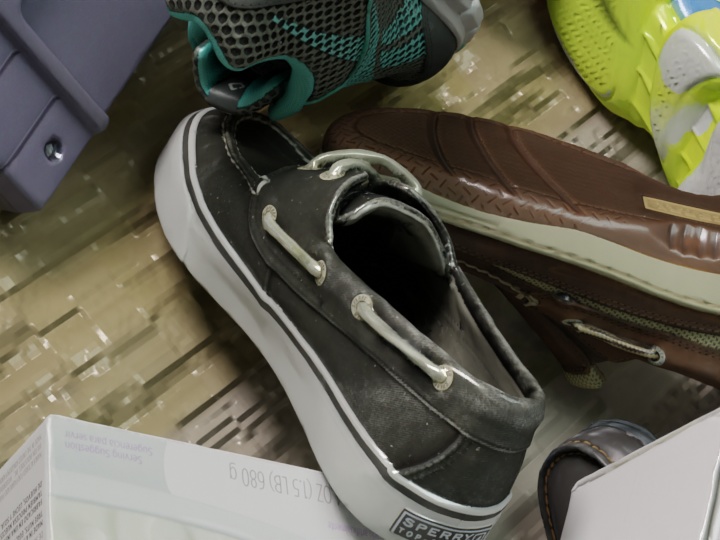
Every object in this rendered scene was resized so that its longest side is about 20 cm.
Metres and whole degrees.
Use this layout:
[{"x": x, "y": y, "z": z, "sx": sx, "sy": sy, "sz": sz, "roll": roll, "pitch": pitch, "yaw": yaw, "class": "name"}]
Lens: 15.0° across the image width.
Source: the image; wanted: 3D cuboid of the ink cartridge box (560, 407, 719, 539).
[{"x": 0.143, "y": 0.150, "z": 0.763, "sx": 0.200, "sy": 0.084, "sz": 0.145, "roll": 30, "pitch": 55, "yaw": -19, "class": "ink cartridge box"}]

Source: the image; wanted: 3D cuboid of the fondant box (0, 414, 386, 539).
[{"x": -0.030, "y": 0.150, "z": 0.743, "sx": 0.144, "sy": 0.058, "sz": 0.201, "roll": 14, "pitch": 53, "yaw": -28, "class": "fondant box"}]

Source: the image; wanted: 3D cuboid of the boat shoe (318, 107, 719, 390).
[{"x": 0.078, "y": 0.006, "z": 0.914, "sx": 0.202, "sy": 0.075, "sz": 0.075, "roll": 16, "pitch": 23, "yaw": 3, "class": "boat shoe"}]

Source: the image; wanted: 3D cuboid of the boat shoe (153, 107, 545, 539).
[{"x": 0.000, "y": 0.000, "z": 0.829, "sx": 0.071, "sy": 0.064, "sz": 0.200, "roll": 8, "pitch": 32, "yaw": -37, "class": "boat shoe"}]

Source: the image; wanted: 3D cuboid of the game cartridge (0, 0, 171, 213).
[{"x": -0.089, "y": -0.134, "z": 0.839, "sx": 0.200, "sy": 0.038, "sz": 0.130, "roll": -58, "pitch": 134, "yaw": -23, "class": "game cartridge"}]

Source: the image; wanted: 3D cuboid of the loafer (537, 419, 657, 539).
[{"x": 0.098, "y": 0.139, "z": 0.835, "sx": 0.072, "sy": 0.073, "sz": 0.201, "roll": -10, "pitch": 65, "yaw": -36, "class": "loafer"}]

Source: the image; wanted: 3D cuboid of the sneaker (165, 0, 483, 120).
[{"x": -0.018, "y": -0.086, "z": 0.874, "sx": 0.078, "sy": 0.091, "sz": 0.200, "roll": 41, "pitch": -2, "yaw": 14, "class": "sneaker"}]

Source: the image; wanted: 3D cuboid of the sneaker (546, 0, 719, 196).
[{"x": 0.154, "y": -0.053, "z": 1.010, "sx": 0.105, "sy": 0.076, "sz": 0.200, "roll": -9, "pitch": 64, "yaw": -40, "class": "sneaker"}]
